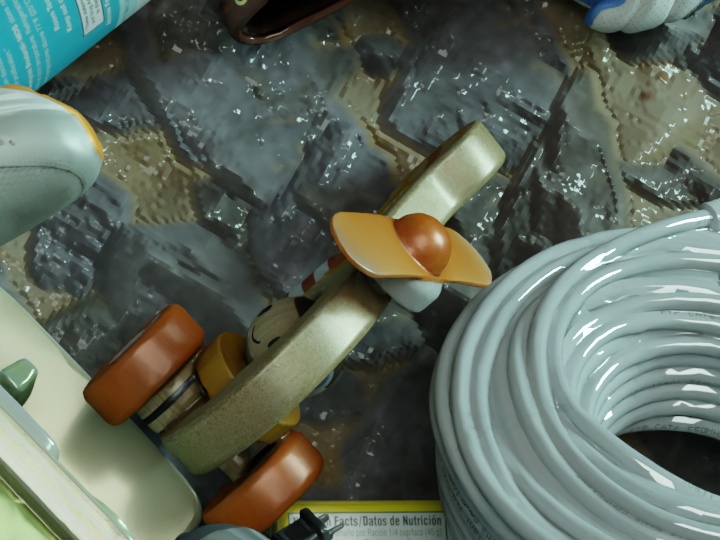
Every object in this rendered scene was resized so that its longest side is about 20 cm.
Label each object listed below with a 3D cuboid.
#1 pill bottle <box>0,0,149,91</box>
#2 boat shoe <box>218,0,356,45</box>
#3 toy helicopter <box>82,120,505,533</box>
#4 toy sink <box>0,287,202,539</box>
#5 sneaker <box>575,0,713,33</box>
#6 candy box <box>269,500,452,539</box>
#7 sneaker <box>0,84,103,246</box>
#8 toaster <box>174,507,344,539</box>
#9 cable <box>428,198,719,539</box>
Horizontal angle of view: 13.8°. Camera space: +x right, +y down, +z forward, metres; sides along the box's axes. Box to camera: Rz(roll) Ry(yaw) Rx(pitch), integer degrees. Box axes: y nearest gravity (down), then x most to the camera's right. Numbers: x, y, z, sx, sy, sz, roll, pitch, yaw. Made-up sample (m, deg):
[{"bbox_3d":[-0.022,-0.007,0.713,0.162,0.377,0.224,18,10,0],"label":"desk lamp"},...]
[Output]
[{"bbox_3d":[-0.171,-0.090,1.055,0.200,0.111,0.111,-41,85,-21],"label":"pill bottle"},{"bbox_3d":[0.033,-0.140,1.097,0.199,0.070,0.071,-21,59,26],"label":"boat shoe"},{"bbox_3d":[0.000,0.000,1.056,0.079,0.132,0.200,46,45,-4],"label":"toy helicopter"},{"bbox_3d":[-0.153,0.092,1.000,0.130,0.112,0.200,46,69,4],"label":"toy sink"},{"bbox_3d":[0.083,-0.188,1.158,0.146,0.081,0.200,-35,88,-24],"label":"sneaker"},{"bbox_3d":[0.067,0.135,1.081,0.199,0.026,0.103,1,72,-12],"label":"candy box"},{"bbox_3d":[-0.164,0.018,0.929,0.199,0.076,0.092,-27,66,-1],"label":"sneaker"},{"bbox_3d":[-0.039,0.171,0.937,0.200,0.114,0.129,-41,41,-22],"label":"toaster"},{"bbox_3d":[0.120,0.064,1.050,0.199,0.069,0.200,-8,45,-20],"label":"cable"}]
